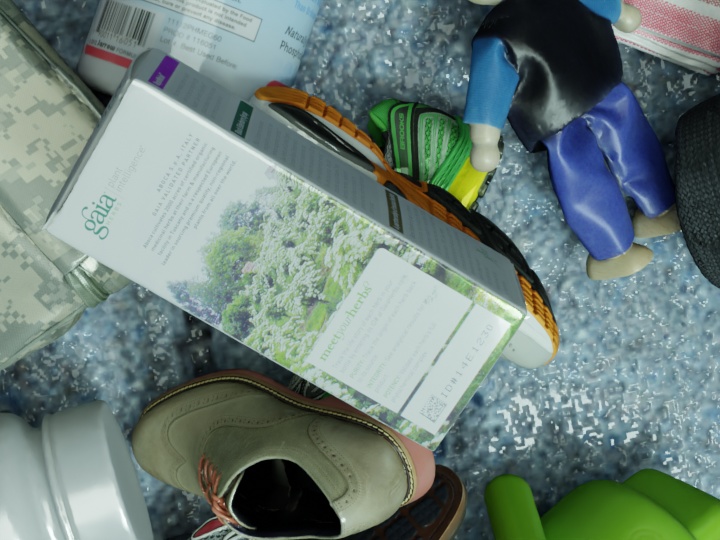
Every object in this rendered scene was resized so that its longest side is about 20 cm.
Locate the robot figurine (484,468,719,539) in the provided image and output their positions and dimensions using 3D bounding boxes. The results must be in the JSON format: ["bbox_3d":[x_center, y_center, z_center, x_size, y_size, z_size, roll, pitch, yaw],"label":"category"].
[{"bbox_3d":[0.118,0.194,0.791,0.200,0.116,0.176,-37,125,-22],"label":"robot figurine"}]

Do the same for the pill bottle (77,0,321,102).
[{"bbox_3d":[-0.065,-0.173,0.759,0.108,0.109,0.201,20,94,-7],"label":"pill bottle"}]

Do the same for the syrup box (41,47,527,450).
[{"bbox_3d":[-0.031,-0.011,0.654,0.199,0.081,0.079,30,105,-9],"label":"syrup box"}]

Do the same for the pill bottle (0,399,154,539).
[{"bbox_3d":[-0.217,0.141,0.771,0.199,0.114,0.114,-17,97,-4],"label":"pill bottle"}]

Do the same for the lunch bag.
[{"bbox_3d":[-0.209,-0.043,0.740,0.168,0.139,0.200,-41,99,-7],"label":"lunch bag"}]

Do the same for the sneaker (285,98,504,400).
[{"bbox_3d":[0.000,0.000,0.806,0.085,0.078,0.201,26,84,-1],"label":"sneaker"}]

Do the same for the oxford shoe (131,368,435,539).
[{"bbox_3d":[-0.060,0.097,0.751,0.075,0.199,0.071,-33,111,-44],"label":"oxford shoe"}]

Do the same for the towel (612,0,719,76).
[{"bbox_3d":[0.170,-0.225,0.819,0.146,0.030,0.201,19,93,-5],"label":"towel"}]

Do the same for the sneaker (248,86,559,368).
[{"bbox_3d":[0.008,-0.004,0.742,0.200,0.076,0.092,37,109,-7],"label":"sneaker"}]

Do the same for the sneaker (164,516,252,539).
[{"bbox_3d":[-0.055,0.163,0.809,0.200,0.075,0.081,-35,97,-2],"label":"sneaker"}]

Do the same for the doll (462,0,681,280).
[{"bbox_3d":[0.106,-0.092,0.786,0.136,0.048,0.200,-39,110,-22],"label":"doll"}]

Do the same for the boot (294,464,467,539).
[{"bbox_3d":[-0.004,0.193,0.774,0.200,0.075,0.097,-45,134,-2],"label":"boot"}]

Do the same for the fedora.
[{"bbox_3d":[0.227,-0.041,0.792,0.091,0.200,0.201,-13,98,30],"label":"fedora"}]
